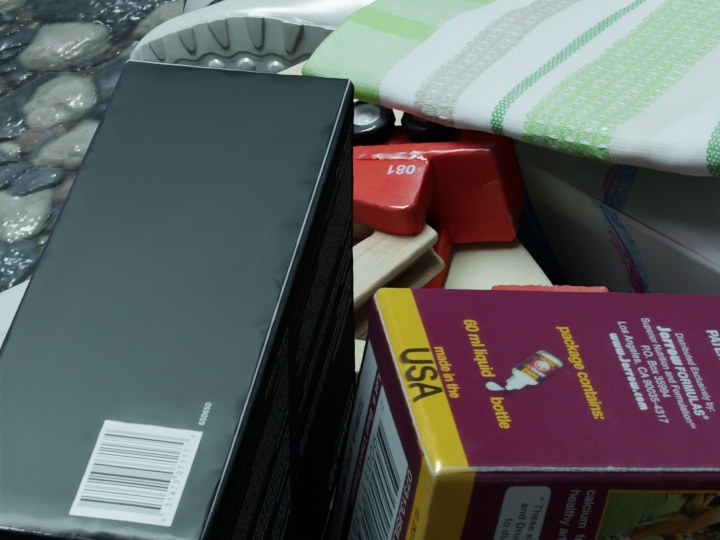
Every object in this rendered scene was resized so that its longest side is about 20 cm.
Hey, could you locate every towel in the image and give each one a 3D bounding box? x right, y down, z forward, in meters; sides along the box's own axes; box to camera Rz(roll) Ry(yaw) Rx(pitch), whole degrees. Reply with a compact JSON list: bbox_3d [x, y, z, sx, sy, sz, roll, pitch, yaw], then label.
[{"bbox_3d":[0.096,-0.092,0.905,0.200,0.031,0.149,15,41,37],"label":"towel"}]

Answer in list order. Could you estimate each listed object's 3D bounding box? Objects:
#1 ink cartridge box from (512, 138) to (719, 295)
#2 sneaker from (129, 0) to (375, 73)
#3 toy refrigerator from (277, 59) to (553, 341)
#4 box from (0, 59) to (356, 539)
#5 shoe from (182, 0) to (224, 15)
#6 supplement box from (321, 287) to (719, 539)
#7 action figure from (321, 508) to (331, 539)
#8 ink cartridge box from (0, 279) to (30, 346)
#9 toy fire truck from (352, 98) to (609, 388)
[{"bbox_3d":[0.153,-0.039,0.930,0.144,0.085,0.200,-39,40,-16],"label":"ink cartridge box"},{"bbox_3d":[-0.002,-0.102,1.100,0.200,0.076,0.081,-6,36,10],"label":"sneaker"},{"bbox_3d":[0.012,-0.005,0.982,0.076,0.070,0.200,-25,40,-8],"label":"toy refrigerator"},{"bbox_3d":[-0.055,0.054,0.733,0.079,0.141,0.200,5,41,10],"label":"box"},{"bbox_3d":[0.006,-0.167,1.158,0.200,0.072,0.091,-22,45,11],"label":"shoe"},{"bbox_3d":[0.098,0.073,0.751,0.200,0.110,0.086,1,37,-15],"label":"supplement box"},{"bbox_3d":[-0.072,0.095,0.849,0.193,0.105,0.200,2,77,7],"label":"action figure"},{"bbox_3d":[-0.111,0.060,0.973,0.200,0.068,0.115,-24,41,2],"label":"ink cartridge box"},{"bbox_3d":[0.000,0.000,0.887,0.200,0.049,0.141,-2,42,19],"label":"toy fire truck"}]
